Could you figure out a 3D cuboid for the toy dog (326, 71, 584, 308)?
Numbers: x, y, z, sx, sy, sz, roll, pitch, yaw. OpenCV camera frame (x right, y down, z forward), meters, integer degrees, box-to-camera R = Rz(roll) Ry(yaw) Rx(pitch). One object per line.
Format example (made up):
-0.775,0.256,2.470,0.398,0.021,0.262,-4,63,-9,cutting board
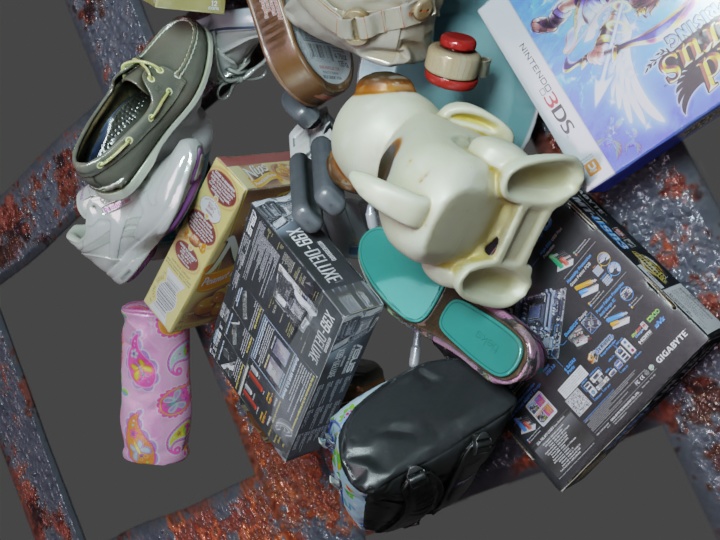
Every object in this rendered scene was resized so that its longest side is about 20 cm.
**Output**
0.048,-0.076,0.839,0.200,0.193,0.140,50,135,45,toy dog

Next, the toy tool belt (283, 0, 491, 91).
0.028,-0.244,0.868,0.200,0.125,0.124,30,123,30,toy tool belt

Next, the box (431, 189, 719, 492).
0.174,0.052,0.880,0.199,0.050,0.200,49,123,24,box

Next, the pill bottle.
-0.222,-0.117,1.105,0.111,0.111,0.201,41,131,26,pill bottle

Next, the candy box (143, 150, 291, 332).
-0.136,-0.030,1.069,0.055,0.115,0.200,47,123,21,candy box

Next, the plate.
0.081,-0.167,0.931,0.199,0.026,0.201,8,104,37,plate

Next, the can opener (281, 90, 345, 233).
-0.055,-0.113,0.963,0.053,0.200,0.067,-36,118,17,can opener

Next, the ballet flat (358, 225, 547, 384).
0.079,0.032,0.879,0.200,0.071,0.069,38,100,30,ballet flat

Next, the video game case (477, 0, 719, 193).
0.217,-0.189,0.790,0.200,0.045,0.182,-36,77,29,video game case

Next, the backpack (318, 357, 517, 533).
0.042,0.166,0.930,0.154,0.163,0.201,51,160,35,backpack

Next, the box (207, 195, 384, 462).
-0.069,0.056,0.961,0.158,0.050,0.201,48,134,32,box

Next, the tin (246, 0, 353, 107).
-0.063,-0.258,0.976,0.042,0.112,0.201,-20,86,27,tin

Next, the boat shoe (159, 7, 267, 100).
-0.141,-0.224,1.065,0.201,0.074,0.087,-1,103,45,boat shoe

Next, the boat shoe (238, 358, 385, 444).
-0.045,0.142,1.062,0.199,0.075,0.074,-18,92,47,boat shoe

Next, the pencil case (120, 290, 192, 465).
-0.243,0.129,1.207,0.087,0.087,0.201,8,102,37,pencil case

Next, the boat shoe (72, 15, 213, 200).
-0.209,-0.166,0.980,0.072,0.060,0.202,21,76,25,boat shoe

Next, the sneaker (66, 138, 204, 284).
-0.231,-0.068,1.026,0.099,0.075,0.200,35,124,-14,sneaker

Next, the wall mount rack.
0.000,0.000,0.997,0.199,0.075,0.175,4,125,39,wall mount rack

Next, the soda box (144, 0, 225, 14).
-0.181,-0.299,1.025,0.200,0.067,0.064,-132,46,-66,soda box
